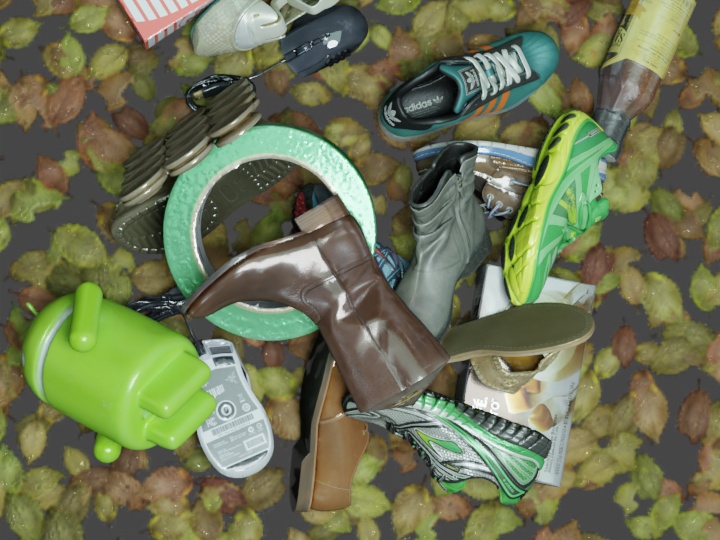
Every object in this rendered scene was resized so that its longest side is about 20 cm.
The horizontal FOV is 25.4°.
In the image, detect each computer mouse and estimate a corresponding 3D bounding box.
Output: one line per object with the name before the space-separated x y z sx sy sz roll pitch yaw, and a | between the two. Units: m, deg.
computer mouse | -0.082 -0.209 1.594 0.199 0.034 0.059 -29 92 -7
computer mouse | -0.148 0.109 1.569 0.109 0.044 0.201 -21 84 -12

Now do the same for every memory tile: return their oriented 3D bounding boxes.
memory tile | -0.158 -0.121 1.491 0.153 0.200 0.017 -35 105 4

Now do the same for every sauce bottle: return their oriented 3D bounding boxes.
sauce bottle | 0.279 -0.209 1.621 0.066 0.066 0.201 26 83 -5

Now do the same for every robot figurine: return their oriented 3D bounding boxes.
robot figurine | -0.232 0.092 1.498 0.199 0.176 0.116 24 52 27

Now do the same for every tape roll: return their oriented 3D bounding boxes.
tape roll | -0.084 -0.037 1.500 0.199 0.048 0.202 0 99 0

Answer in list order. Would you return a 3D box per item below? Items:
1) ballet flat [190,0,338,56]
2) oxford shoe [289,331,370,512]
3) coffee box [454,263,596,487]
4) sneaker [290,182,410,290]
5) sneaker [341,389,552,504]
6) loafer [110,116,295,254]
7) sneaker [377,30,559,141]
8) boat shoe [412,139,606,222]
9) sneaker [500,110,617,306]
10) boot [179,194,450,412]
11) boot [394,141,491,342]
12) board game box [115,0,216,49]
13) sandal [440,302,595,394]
ballet flat | -0.076 -0.265 1.574 0.200 0.068 0.062 -36 56 -7
oxford shoe | -0.023 0.140 1.559 0.071 0.071 0.201 4 109 -11
coffee box | 0.155 0.104 1.584 0.114 0.080 0.201 12 86 -4
sneaker | 0.000 0.000 1.584 0.095 0.079 0.201 -26 98 -20
sneaker | 0.074 0.160 1.499 0.199 0.078 0.086 21 88 5
loafer | -0.155 -0.085 1.563 0.199 0.068 0.076 -27 135 3
sneaker | 0.114 -0.184 1.591 0.199 0.080 0.072 -26 91 -7
boat shoe | 0.149 -0.086 1.595 0.199 0.072 0.073 5 85 -7
sneaker | 0.196 -0.055 1.534 0.083 0.074 0.201 25 78 -11
boot | -0.040 0.060 1.446 0.186 0.064 0.201 -32 89 2
boot | 0.059 -0.022 1.505 0.067 0.131 0.200 13 50 26
board game box | -0.202 -0.344 1.578 0.151 0.046 0.201 -33 92 -7
sandal | 0.131 0.083 1.510 0.210 0.078 0.070 -6 121 28
